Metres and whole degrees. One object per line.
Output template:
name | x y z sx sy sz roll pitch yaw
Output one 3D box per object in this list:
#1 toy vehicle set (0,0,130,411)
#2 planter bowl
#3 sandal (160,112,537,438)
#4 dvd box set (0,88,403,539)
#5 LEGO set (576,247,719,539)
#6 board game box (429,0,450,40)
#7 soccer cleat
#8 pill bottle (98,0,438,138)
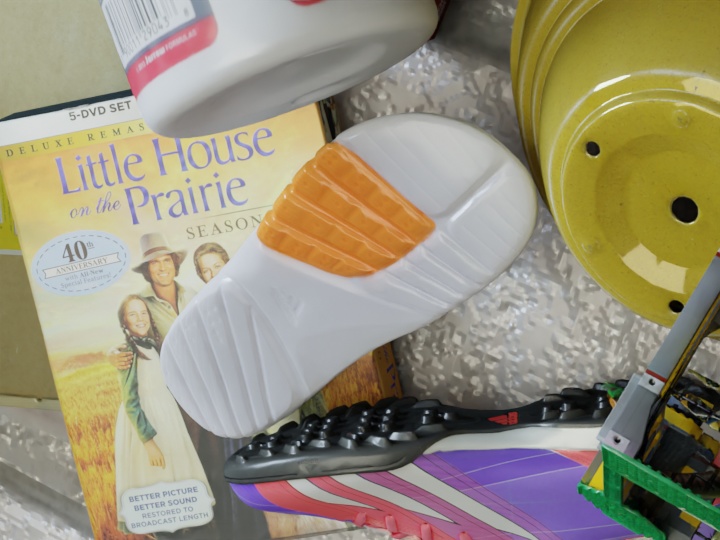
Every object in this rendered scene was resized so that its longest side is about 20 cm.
toy vehicle set | -0.133 -0.036 1.061 0.124 0.027 0.200 4 104 28
planter bowl | 0.128 -0.038 0.851 0.200 0.083 0.200 17 128 23
sandal | -0.006 -0.006 0.948 0.079 0.059 0.207 50 130 -4
dvd box set | -0.063 0.019 1.010 0.146 0.029 0.200 -9 101 16
LEGO set | 0.171 0.057 0.790 0.200 0.154 0.116 28 79 22
board game box | -0.036 -0.184 0.975 0.200 0.019 0.103 31 116 19
soccer cleat | 0.046 0.088 0.944 0.200 0.068 0.073 -5 102 6
pill bottle | -0.058 -0.162 0.909 0.120 0.120 0.200 -24 84 31
